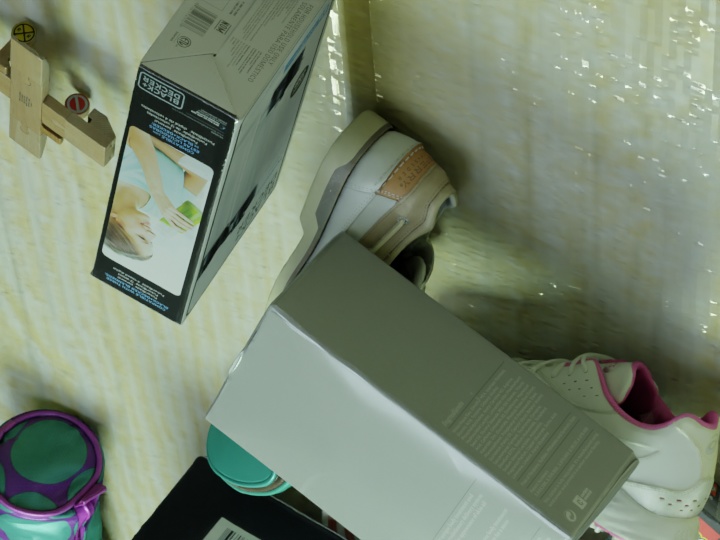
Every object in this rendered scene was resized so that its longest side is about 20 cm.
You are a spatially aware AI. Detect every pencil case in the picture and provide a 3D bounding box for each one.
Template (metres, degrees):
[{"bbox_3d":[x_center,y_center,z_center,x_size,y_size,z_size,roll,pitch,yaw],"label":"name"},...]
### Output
[{"bbox_3d":[-0.210,0.183,2.044,0.092,0.085,0.200,39,151,25],"label":"pencil case"}]

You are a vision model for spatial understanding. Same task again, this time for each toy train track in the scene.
[{"bbox_3d":[-0.214,-0.131,1.705,0.200,0.033,0.115,36,155,10],"label":"toy train track"}]

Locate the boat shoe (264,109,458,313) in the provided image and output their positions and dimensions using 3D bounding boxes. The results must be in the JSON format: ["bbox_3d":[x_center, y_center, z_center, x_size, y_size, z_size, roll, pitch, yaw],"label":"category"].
[{"bbox_3d":[0.000,0.000,1.634,0.068,0.075,0.200,34,147,12],"label":"boat shoe"}]

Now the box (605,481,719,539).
[{"bbox_3d":[0.213,0.220,1.701,0.200,0.040,0.137,41,118,-8],"label":"box"}]

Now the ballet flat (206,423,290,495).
[{"bbox_3d":[-0.026,0.097,1.782,0.070,0.067,0.200,5,167,-24],"label":"ballet flat"}]

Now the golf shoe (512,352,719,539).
[{"bbox_3d":[0.116,0.075,1.645,0.200,0.075,0.092,32,112,27],"label":"golf shoe"}]

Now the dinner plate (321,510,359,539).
[{"bbox_3d":[0.067,0.190,1.861,0.200,0.024,0.200,24,145,18],"label":"dinner plate"}]

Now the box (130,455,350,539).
[{"bbox_3d":[-0.064,0.239,1.935,0.148,0.107,0.200,28,152,21],"label":"box"}]

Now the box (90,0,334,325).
[{"bbox_3d":[-0.078,-0.074,1.575,0.060,0.117,0.200,29,145,5],"label":"box"}]

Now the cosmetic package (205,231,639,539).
[{"bbox_3d":[0.029,0.087,1.574,0.200,0.090,0.107,41,135,6],"label":"cosmetic package"}]
